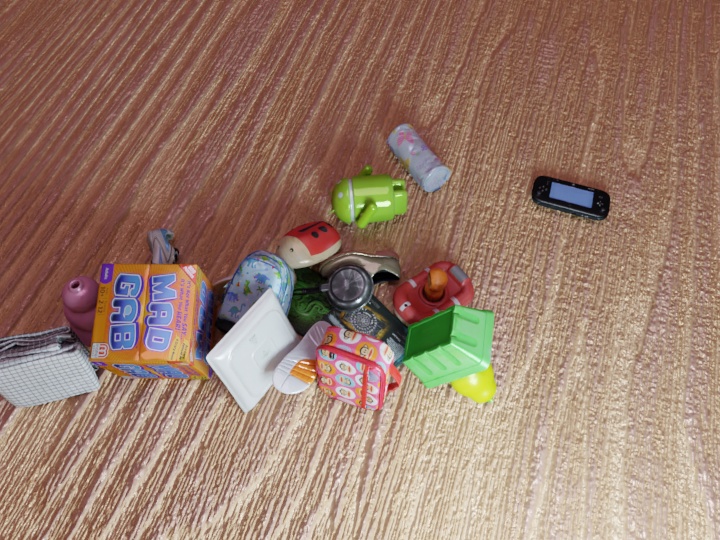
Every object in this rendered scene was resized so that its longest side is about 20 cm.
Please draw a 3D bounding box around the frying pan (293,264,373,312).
[{"bbox_3d":[-0.061,0.027,1.516,0.188,0.031,0.116,18,74,16],"label":"frying pan"}]

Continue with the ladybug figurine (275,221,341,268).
[{"bbox_3d":[-0.124,-0.067,1.562,0.134,0.073,0.199,9,26,33],"label":"ladybug figurine"}]

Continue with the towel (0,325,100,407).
[{"bbox_3d":[-0.667,0.198,1.380,0.197,0.167,0.086,-14,52,-9],"label":"towel"}]

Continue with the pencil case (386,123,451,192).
[{"bbox_3d":[0.154,-0.302,1.743,0.090,0.083,0.201,-31,61,-11],"label":"pencil case"}]

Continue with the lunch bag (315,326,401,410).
[{"bbox_3d":[-0.001,0.207,1.350,0.174,0.201,0.082,17,54,12],"label":"lunch bag"}]

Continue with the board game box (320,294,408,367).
[{"bbox_3d":[0.023,0.141,1.488,0.135,0.028,0.200,-37,66,-21],"label":"board game box"}]

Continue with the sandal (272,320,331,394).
[{"bbox_3d":[-0.119,0.197,1.418,0.079,0.059,0.207,37,48,3],"label":"sandal"}]

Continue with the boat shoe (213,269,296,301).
[{"bbox_3d":[-0.251,0.025,1.550,0.197,0.072,0.070,-10,32,-8],"label":"boat shoe"}]

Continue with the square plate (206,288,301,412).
[{"bbox_3d":[-0.209,0.172,1.375,0.028,0.199,0.200,19,57,36],"label":"square plate"}]

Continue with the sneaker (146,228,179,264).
[{"bbox_3d":[-0.468,-0.016,1.574,0.071,0.072,0.202,-8,61,-15],"label":"sneaker"}]

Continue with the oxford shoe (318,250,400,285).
[{"bbox_3d":[0.000,0.000,1.553,0.197,0.071,0.075,-7,49,-4],"label":"oxford shoe"}]

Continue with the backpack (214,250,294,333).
[{"bbox_3d":[-0.224,0.058,1.450,0.162,0.154,0.202,23,75,15],"label":"backpack"}]

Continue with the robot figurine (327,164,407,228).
[{"bbox_3d":[0.017,-0.179,1.645,0.197,0.117,0.177,-5,48,-1],"label":"robot figurine"}]

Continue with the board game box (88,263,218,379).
[{"bbox_3d":[-0.426,0.113,1.386,0.197,0.200,0.203,1,71,0],"label":"board game box"}]

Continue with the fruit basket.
[{"bbox_3d":[0.216,0.183,1.392,0.213,0.217,0.157,9,58,6],"label":"fruit basket"}]

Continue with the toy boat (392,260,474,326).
[{"bbox_3d":[0.166,0.043,1.493,0.199,0.131,0.131,-32,62,-19],"label":"toy boat"}]

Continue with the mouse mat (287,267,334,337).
[{"bbox_3d":[-0.128,0.073,1.550,0.198,0.008,0.161,28,62,18],"label":"mouse mat"}]

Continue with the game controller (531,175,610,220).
[{"bbox_3d":[0.542,-0.189,1.693,0.198,0.042,0.105,17,59,10],"label":"game controller"}]

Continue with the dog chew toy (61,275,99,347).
[{"bbox_3d":[-0.586,0.084,1.430,0.123,0.201,0.126,-1,57,1],"label":"dog chew toy"}]
